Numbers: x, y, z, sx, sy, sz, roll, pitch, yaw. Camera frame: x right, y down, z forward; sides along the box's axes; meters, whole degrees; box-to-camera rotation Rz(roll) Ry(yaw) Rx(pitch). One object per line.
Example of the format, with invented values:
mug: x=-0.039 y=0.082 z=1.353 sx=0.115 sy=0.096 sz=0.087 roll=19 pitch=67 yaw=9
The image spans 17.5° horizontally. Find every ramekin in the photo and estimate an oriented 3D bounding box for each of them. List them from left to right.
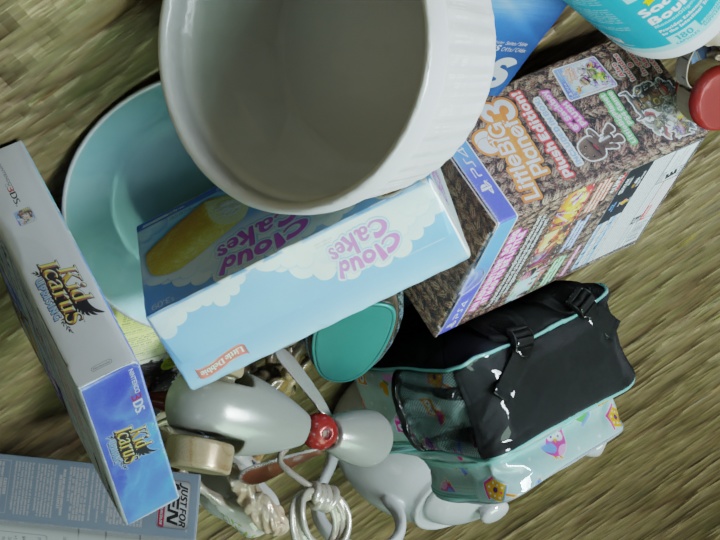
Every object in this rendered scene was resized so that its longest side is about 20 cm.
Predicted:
ramekin: x=-0.014 y=-0.134 z=1.391 sx=0.200 sy=0.201 sz=0.105 roll=-47 pitch=158 yaw=27

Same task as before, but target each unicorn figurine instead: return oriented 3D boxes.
unicorn figurine: x=-0.110 y=0.164 z=1.848 sx=0.137 sy=0.200 sz=0.074 roll=38 pitch=98 yaw=-29

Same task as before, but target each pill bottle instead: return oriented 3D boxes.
pill bottle: x=0.167 y=-0.217 z=1.519 sx=0.111 sy=0.111 sz=0.200 roll=-40 pitch=151 yaw=15

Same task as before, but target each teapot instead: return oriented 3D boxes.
teapot: x=0.075 y=0.153 z=1.984 sx=0.200 sy=0.147 sz=0.197 roll=-42 pitch=150 yaw=21

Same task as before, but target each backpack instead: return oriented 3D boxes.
backpack: x=0.095 y=0.089 z=1.806 sx=0.175 sy=0.199 sz=0.154 roll=-29 pitch=113 yaw=-34

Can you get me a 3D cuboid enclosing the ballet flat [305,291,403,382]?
ballet flat: x=0.000 y=0.000 z=1.705 sx=0.074 sy=0.074 sz=0.201 roll=-17 pitch=148 yaw=-25

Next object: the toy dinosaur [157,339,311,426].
toy dinosaur: x=-0.077 y=0.086 z=1.779 sx=0.102 sy=0.058 sz=0.200 roll=-63 pitch=161 yaw=17

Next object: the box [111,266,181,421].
box: x=-0.162 y=0.043 z=1.673 sx=0.075 sy=0.050 sz=0.201 roll=-18 pitch=148 yaw=-26

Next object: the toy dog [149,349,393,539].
toy dog: x=-0.079 y=0.111 z=1.704 sx=0.200 sy=0.096 sz=0.133 roll=41 pitch=69 yaw=-35

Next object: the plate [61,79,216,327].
plate: x=-0.098 y=-0.046 z=1.547 sx=0.198 sy=0.026 sz=0.202 roll=-4 pitch=121 yaw=-7

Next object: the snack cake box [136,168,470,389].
snack cake box: x=-0.039 y=-0.019 z=1.490 sx=0.199 sy=0.115 sz=0.067 roll=-26 pitch=121 yaw=7

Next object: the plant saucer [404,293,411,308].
plant saucer: x=0.053 y=0.002 z=1.852 sx=0.199 sy=0.019 sz=0.070 roll=-16 pitch=153 yaw=-27

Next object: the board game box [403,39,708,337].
board game box: x=0.128 y=-0.063 z=1.702 sx=0.199 sy=0.097 sz=0.160 roll=-24 pitch=158 yaw=-28

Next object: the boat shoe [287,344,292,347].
boat shoe: x=-0.062 y=-0.043 z=1.615 sx=0.074 sy=0.074 sz=0.201 roll=7 pitch=121 yaw=-8

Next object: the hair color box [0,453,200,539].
hair color box: x=-0.223 y=0.191 z=1.746 sx=0.198 sy=0.061 sz=0.099 roll=7 pitch=144 yaw=-6

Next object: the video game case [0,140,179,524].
video game case: x=-0.184 y=0.043 z=1.510 sx=0.045 sy=0.182 sz=0.200 roll=-26 pitch=152 yaw=-12

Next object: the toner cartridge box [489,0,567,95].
toner cartridge box: x=0.038 y=-0.165 z=1.547 sx=0.199 sy=0.043 sz=0.095 roll=-2 pitch=139 yaw=-43

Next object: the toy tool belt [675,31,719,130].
toy tool belt: x=0.287 y=-0.174 z=1.689 sx=0.199 sy=0.123 sz=0.126 roll=-31 pitch=121 yaw=-15
